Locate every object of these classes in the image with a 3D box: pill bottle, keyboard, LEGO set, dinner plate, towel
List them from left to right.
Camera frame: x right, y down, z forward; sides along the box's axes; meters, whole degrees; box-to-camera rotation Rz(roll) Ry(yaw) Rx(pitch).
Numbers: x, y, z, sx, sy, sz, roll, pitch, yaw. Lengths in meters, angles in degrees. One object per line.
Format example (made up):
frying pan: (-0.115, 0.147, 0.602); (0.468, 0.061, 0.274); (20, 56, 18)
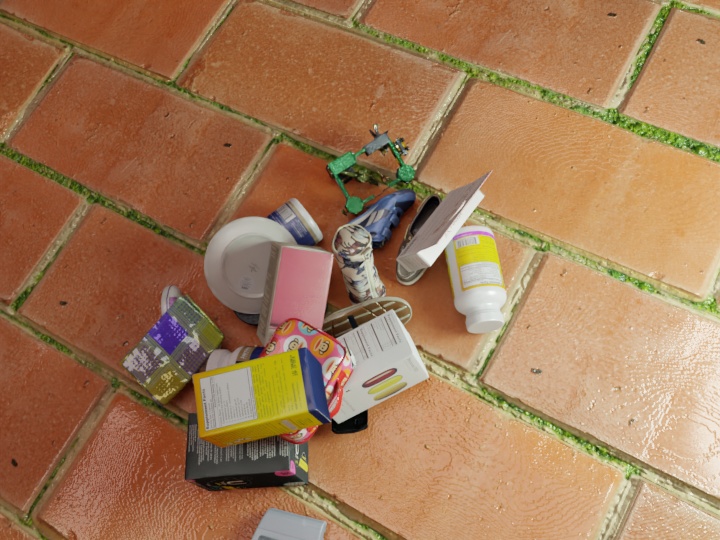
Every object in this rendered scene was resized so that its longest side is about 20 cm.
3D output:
towel: (-0.384, 0.163, 1.596); (0.200, 0.023, 0.144); (-46, 73, 1)
dinner plate: (-0.218, -0.010, 1.596); (0.200, 0.024, 0.201); (-1, 96, -9)
pill bottle: (-0.197, 0.209, 1.552); (0.200, 0.116, 0.116); (2, 68, 12)
pill bottle: (-0.189, -0.054, 1.665); (0.200, 0.111, 0.111); (-37, 65, -5)
keyboard: (-0.003, 0.229, 1.553); (0.104, 0.040, 0.200); (-9, 58, 17)
LEGO set: (0.016, -0.212, 1.712); (0.200, 0.116, 0.154); (-40, 95, -2)
pill bottle: (0.230, 0.019, 1.553); (0.104, 0.104, 0.200); (-10, 66, 7)

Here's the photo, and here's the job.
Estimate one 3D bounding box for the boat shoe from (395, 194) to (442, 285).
boat shoe: (0.124, -0.066, 1.634); (0.072, 0.060, 0.200); (21, 73, 19)

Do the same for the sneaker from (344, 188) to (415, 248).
sneaker: (0.044, -0.094, 1.659); (0.200, 0.074, 0.082); (-38, 67, 2)

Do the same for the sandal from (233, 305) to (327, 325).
sandal: (-0.169, 0.082, 1.646); (0.200, 0.045, 0.075); (-1, 72, -5)

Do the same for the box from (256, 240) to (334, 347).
box: (-0.130, 0.050, 1.542); (0.109, 0.128, 0.200); (8, 95, -15)

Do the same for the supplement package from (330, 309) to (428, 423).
supplement package: (0.009, 0.183, 1.481); (0.200, 0.114, 0.110); (-28, 53, 5)

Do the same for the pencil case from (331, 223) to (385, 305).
pencil case: (0.000, 0.000, 1.563); (0.078, 0.200, 0.089); (-30, 52, -10)

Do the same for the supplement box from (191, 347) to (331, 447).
supplement box: (-0.163, 0.214, 1.301); (0.200, 0.110, 0.109); (-14, 66, 6)

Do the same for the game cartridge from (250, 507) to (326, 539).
game cartridge: (-0.150, 0.549, 1.444); (0.133, 0.041, 0.200); (7, 69, 19)

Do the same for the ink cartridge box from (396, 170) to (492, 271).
ink cartridge box: (0.175, -0.092, 1.527); (0.045, 0.176, 0.200); (43, 68, -11)

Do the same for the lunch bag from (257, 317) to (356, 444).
lunch bag: (-0.106, 0.200, 1.394); (0.176, 0.082, 0.200); (27, 74, 25)

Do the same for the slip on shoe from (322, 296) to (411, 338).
slip on shoe: (0.005, 0.098, 1.587); (0.200, 0.061, 0.076); (-20, 105, 7)

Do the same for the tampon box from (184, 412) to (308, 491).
tampon box: (-0.210, 0.339, 1.480); (0.200, 0.150, 0.126); (-6, 65, 9)

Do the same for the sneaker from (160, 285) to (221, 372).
sneaker: (-0.348, 0.117, 1.644); (0.114, 0.073, 0.201); (-18, 76, 12)
